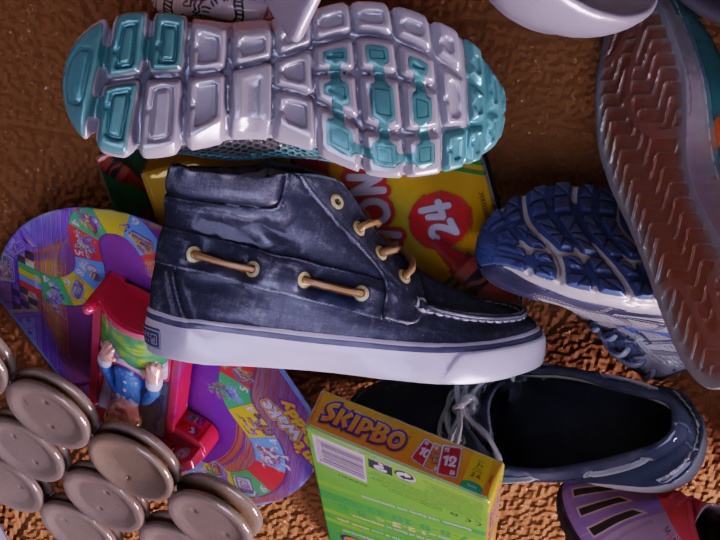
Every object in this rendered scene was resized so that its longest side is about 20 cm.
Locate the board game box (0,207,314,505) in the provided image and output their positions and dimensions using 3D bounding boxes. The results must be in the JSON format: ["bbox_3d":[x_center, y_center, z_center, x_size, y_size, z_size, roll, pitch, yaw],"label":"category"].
[{"bbox_3d":[-0.113,0.061,0.801,0.157,0.039,0.201,-15,118,40],"label":"board game box"}]

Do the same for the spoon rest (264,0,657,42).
[{"bbox_3d":[0.052,-0.138,0.672,0.198,0.100,0.061,-12,147,-35],"label":"spoon rest"}]

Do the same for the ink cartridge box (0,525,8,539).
[{"bbox_3d":[-0.296,0.199,0.887,0.197,0.068,0.117,-11,127,6],"label":"ink cartridge box"}]

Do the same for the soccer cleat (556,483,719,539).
[{"bbox_3d":[0.161,0.140,0.793,0.067,0.200,0.074,13,105,-19],"label":"soccer cleat"}]

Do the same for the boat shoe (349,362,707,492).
[{"bbox_3d":[0.075,0.079,0.798,0.198,0.076,0.062,6,162,26],"label":"boat shoe"}]

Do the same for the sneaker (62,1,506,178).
[{"bbox_3d":[-0.033,-0.083,0.713,0.197,0.091,0.079,6,93,-6],"label":"sneaker"}]

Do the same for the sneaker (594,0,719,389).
[{"bbox_3d":[0.170,-0.040,0.731,0.079,0.202,0.071,0,156,-30],"label":"sneaker"}]

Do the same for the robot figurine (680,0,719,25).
[{"bbox_3d":[0.187,-0.159,0.639,0.125,0.199,0.150,50,119,13],"label":"robot figurine"}]

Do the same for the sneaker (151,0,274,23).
[{"bbox_3d":[-0.014,-0.174,0.710,0.199,0.067,0.109,-8,117,9],"label":"sneaker"}]

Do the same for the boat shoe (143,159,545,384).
[{"bbox_3d":[0.000,0.000,0.733,0.198,0.071,0.092,4,98,-17],"label":"boat shoe"}]

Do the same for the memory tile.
[{"bbox_3d":[-0.154,0.104,0.826,0.199,0.017,0.153,35,143,-4],"label":"memory tile"}]

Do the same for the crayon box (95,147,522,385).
[{"bbox_3d":[-0.027,-0.019,0.794,0.197,0.051,0.128,-14,116,9],"label":"crayon box"}]

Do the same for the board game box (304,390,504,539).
[{"bbox_3d":[0.024,0.126,0.811,0.095,0.030,0.201,21,154,12],"label":"board game box"}]

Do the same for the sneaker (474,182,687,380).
[{"bbox_3d":[0.142,0.019,0.781,0.198,0.078,0.086,10,130,-21],"label":"sneaker"}]
